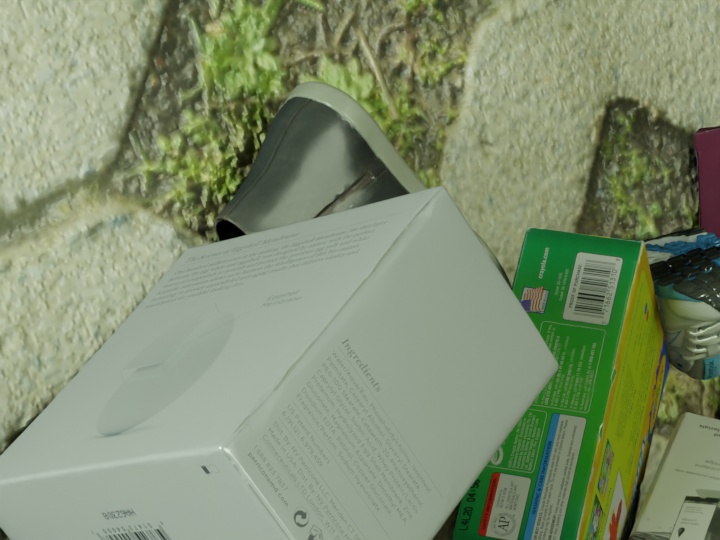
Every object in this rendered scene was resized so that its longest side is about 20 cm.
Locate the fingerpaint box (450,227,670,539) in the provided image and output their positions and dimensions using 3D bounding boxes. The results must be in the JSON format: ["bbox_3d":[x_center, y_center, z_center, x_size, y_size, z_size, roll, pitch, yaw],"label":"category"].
[{"bbox_3d":[0.116,0.103,1.421,0.167,0.073,0.200,65,36,-61],"label":"fingerpaint box"}]

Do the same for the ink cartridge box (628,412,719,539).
[{"bbox_3d":[0.196,0.205,1.455,0.200,0.083,0.147,-59,154,-46],"label":"ink cartridge box"}]

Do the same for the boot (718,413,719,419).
[{"bbox_3d":[0.275,0.170,1.614,0.144,0.072,0.200,27,56,-37],"label":"boot"}]

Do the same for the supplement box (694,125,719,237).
[{"bbox_3d":[0.324,-0.025,1.673,0.200,0.103,0.131,9,77,-42],"label":"supplement box"}]

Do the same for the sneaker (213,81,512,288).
[{"bbox_3d":[0.000,0.000,1.394,0.200,0.075,0.106,47,65,-26],"label":"sneaker"}]

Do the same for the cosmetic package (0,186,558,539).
[{"bbox_3d":[-0.045,0.077,1.235,0.123,0.199,0.200,55,51,-20],"label":"cosmetic package"}]

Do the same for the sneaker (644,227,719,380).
[{"bbox_3d":[0.208,0.024,1.503,0.075,0.200,0.087,-17,95,-2],"label":"sneaker"}]
